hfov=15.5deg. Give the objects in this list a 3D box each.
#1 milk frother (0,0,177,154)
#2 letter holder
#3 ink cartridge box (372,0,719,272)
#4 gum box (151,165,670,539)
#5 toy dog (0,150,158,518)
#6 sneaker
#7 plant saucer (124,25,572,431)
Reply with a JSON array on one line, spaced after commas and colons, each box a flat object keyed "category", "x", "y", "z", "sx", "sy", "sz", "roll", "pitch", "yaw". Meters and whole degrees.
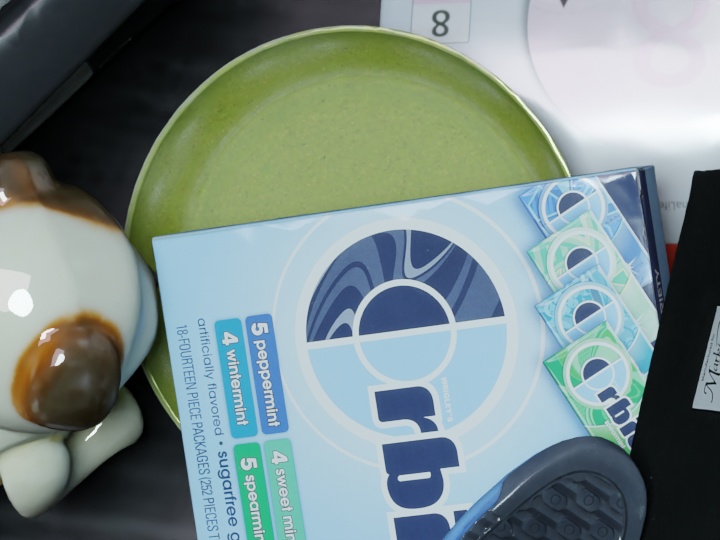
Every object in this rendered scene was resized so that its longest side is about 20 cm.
[{"category": "milk frother", "x": -0.186, "y": -0.144, "z": 1.103, "sx": 0.188, "sy": 0.180, "sz": 0.200, "roll": -44, "pitch": 96, "yaw": -5}, {"category": "letter holder", "x": 0.184, "y": 0.076, "z": 0.979, "sx": 0.142, "sy": 0.100, "sz": 0.201, "roll": 17, "pitch": 82, "yaw": -24}, {"category": "ink cartridge box", "x": 0.086, "y": -0.033, "z": 1.096, "sx": 0.162, "sy": 0.057, "sz": 0.201, "roll": -1, "pitch": 72, "yaw": 16}, {"category": "gum box", "x": 0.028, "y": 0.056, "z": 1.050, "sx": 0.199, "sy": 0.045, "sz": 0.171, "roll": -8, "pitch": 92, "yaw": 16}, {"category": "toy dog", "x": -0.170, "y": 0.032, "z": 1.066, "sx": 0.200, "sy": 0.194, "sz": 0.140, "roll": -29, "pitch": 61, "yaw": 28}, {"category": "sneaker", "x": 0.036, "y": 0.138, "z": 0.999, "sx": 0.066, "sy": 0.078, "sz": 0.200, "roll": 27, "pitch": 104, "yaw": -14}, {"category": "plant saucer", "x": 0.000, "y": 0.000, "z": 1.093, "sx": 0.199, "sy": 0.031, "sz": 0.201, "roll": 1, "pitch": 93, "yaw": 16}]
